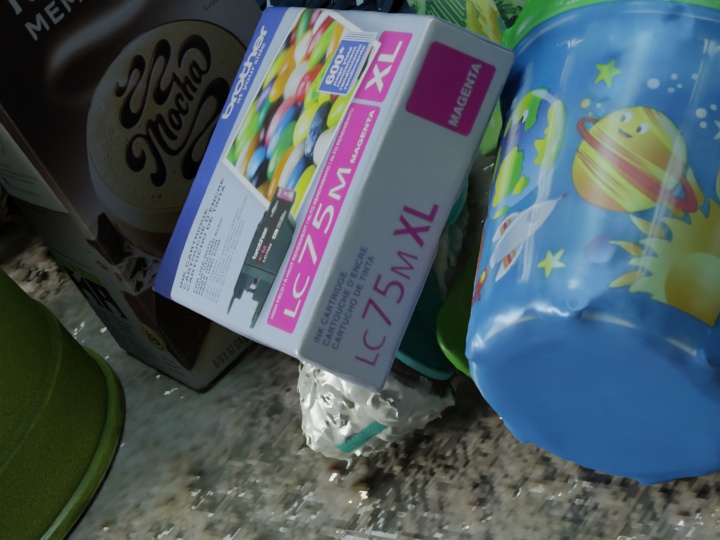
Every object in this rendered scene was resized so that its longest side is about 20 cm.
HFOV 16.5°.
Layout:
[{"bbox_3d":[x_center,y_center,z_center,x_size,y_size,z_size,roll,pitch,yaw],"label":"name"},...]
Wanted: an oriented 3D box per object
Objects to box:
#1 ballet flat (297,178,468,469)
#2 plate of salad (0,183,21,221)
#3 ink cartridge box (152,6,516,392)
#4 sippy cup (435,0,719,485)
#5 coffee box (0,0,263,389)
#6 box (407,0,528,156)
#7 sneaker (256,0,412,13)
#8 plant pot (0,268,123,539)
[{"bbox_3d":[0.000,0.000,0.938,0.071,0.072,0.200,-24,29,18],"label":"ballet flat"},{"bbox_3d":[-0.172,-0.051,1.173,0.200,0.048,0.200,-51,8,11],"label":"plate of salad"},{"bbox_3d":[-0.020,-0.033,0.880,0.120,0.042,0.200,-68,20,-1],"label":"ink cartridge box"},{"bbox_3d":[0.095,-0.009,0.793,0.139,0.178,0.131,15,57,9],"label":"sippy cup"},{"bbox_3d":[-0.092,-0.068,0.988,0.113,0.200,0.080,-43,30,-16],"label":"coffee box"},{"bbox_3d":[0.089,-0.152,0.943,0.036,0.145,0.200,-15,-15,-46],"label":"box"},{"bbox_3d":[-0.032,-0.111,1.112,0.199,0.085,0.075,-14,34,32],"label":"sneaker"},{"bbox_3d":[-0.230,0.032,0.987,0.199,0.193,0.201,-25,29,15],"label":"plant pot"}]
